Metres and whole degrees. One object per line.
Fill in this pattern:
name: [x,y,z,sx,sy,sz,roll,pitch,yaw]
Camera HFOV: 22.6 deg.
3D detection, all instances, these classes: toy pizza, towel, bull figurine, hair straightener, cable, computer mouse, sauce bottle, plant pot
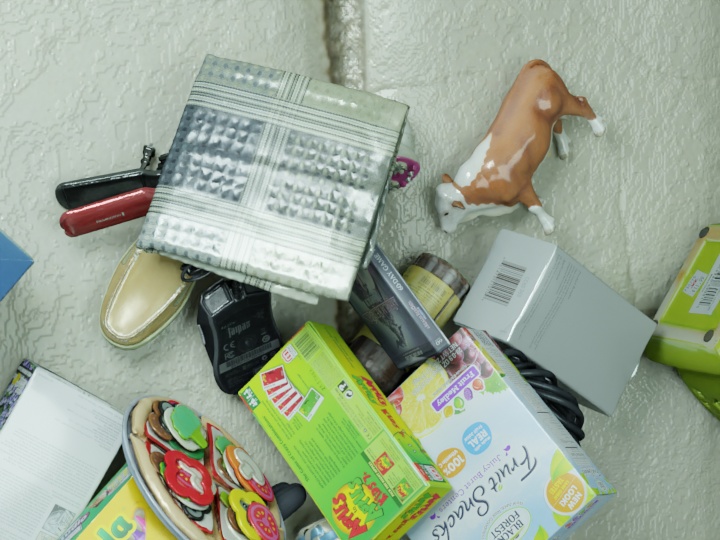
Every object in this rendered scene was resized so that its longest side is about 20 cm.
toy pizza: [-0.133,0.187,1.619,0.032,0.200,0.200,-42,117,19]
towel: [-0.072,-0.079,1.565,0.200,0.035,0.193,16,76,9]
bull figurine: [0.157,-0.109,1.792,0.121,0.065,0.200,34,83,-30]
hair straightener: [-0.178,-0.094,1.609,0.200,0.077,0.041,-20,143,0]
cable: [0.140,0.137,1.767,0.200,0.163,0.051,32,46,-18]
computer mouse: [-0.094,0.019,1.661,0.140,0.046,0.200,-29,138,-15]
sauce bottle: [0.025,0.074,1.748,0.065,0.065,0.200,45,76,-24]
plant pot: [0.429,0.059,1.882,0.181,0.199,0.200,34,82,-20]

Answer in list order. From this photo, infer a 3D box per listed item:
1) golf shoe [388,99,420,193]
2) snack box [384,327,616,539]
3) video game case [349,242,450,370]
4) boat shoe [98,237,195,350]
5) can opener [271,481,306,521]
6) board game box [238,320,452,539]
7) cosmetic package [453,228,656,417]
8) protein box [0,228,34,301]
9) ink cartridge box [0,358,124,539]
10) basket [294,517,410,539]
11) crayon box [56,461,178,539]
golf shoe: [-0.041,-0.132,1.696,0.200,0.075,0.092,10,61,-20]
snack box: [0.106,0.181,1.648,0.169,0.200,0.068,-45,160,16]
video game case: [0.000,0.000,1.648,0.019,0.143,0.200,-36,90,-16]
boat shoe: [-0.170,-0.020,1.623,0.072,0.076,0.200,32,77,-2]
can opener: [-0.135,0.255,1.692,0.200,0.063,0.079,-27,107,-21]
board game box: [-0.016,0.154,1.647,0.102,0.200,0.048,-46,153,16]
cosmetic package: [0.198,0.054,1.798,0.200,0.081,0.113,37,78,-43]
protein box: [-0.418,-0.003,1.475,0.199,0.135,0.200,45,77,-24]
ink cartridge box: [-0.301,0.192,1.608,0.109,0.050,0.200,33,83,-27]
basket: [0.042,0.309,1.734,0.176,0.139,0.200,-23,76,-22]
crayon box: [-0.206,0.300,1.600,0.173,0.058,0.200,45,77,-17]
